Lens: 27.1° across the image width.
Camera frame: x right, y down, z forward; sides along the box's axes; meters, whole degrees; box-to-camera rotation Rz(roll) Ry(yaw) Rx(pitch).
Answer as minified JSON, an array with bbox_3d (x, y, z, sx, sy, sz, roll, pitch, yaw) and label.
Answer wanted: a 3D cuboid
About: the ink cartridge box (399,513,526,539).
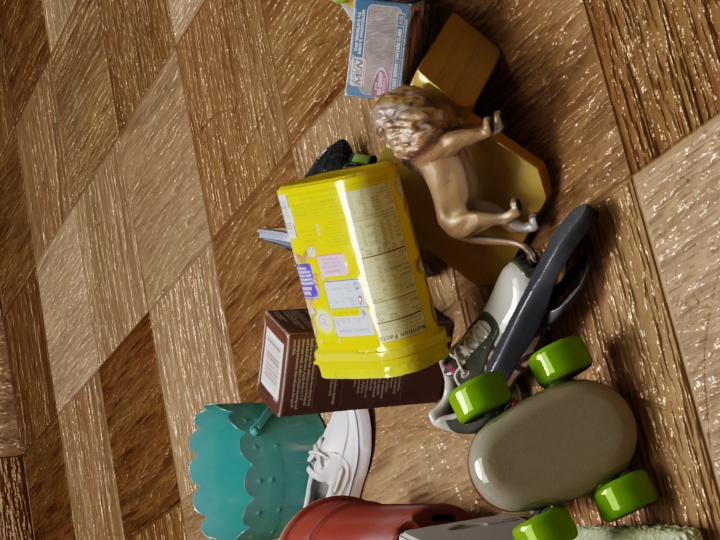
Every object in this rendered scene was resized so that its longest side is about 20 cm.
[{"bbox_3d":[0.119,0.354,1.477,0.084,0.144,0.200,5,98,61],"label":"ink cartridge box"}]

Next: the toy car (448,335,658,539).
[{"bbox_3d":[0.171,0.177,1.406,0.200,0.158,0.164,92,154,-74],"label":"toy car"}]

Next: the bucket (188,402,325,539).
[{"bbox_3d":[-0.132,0.264,1.973,0.207,0.135,0.208,11,102,62],"label":"bucket"}]

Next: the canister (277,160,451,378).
[{"bbox_3d":[0.000,0.000,1.488,0.148,0.086,0.200,-5,102,49],"label":"canister"}]

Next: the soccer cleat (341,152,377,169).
[{"bbox_3d":[-0.009,-0.091,1.682,0.200,0.067,0.081,-28,-53,-78],"label":"soccer cleat"}]

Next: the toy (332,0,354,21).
[{"bbox_3d":[-0.012,-0.349,1.767,0.200,0.047,0.115,58,140,43],"label":"toy"}]

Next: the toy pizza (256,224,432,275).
[{"bbox_3d":[-0.016,-0.028,1.652,0.200,0.200,0.032,9,85,63],"label":"toy pizza"}]

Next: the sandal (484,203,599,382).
[{"bbox_3d":[0.179,0.025,1.412,0.076,0.043,0.200,-65,0,-67],"label":"sandal"}]

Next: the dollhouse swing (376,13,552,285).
[{"bbox_3d":[0.117,-0.118,1.552,0.182,0.176,0.200,-60,-5,-48],"label":"dollhouse swing"}]

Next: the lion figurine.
[{"bbox_3d":[0.090,-0.088,1.433,0.122,0.072,0.200,-13,104,24],"label":"lion figurine"}]

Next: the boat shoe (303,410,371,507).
[{"bbox_3d":[-0.033,0.243,1.853,0.074,0.065,0.200,40,128,56],"label":"boat shoe"}]

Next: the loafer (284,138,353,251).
[{"bbox_3d":[-0.048,-0.087,1.855,0.201,0.068,0.070,123,156,-54],"label":"loafer"}]

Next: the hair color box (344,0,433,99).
[{"bbox_3d":[0.033,-0.238,1.561,0.200,0.060,0.100,-54,-29,-74],"label":"hair color box"}]

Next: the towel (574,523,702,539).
[{"bbox_3d":[0.249,0.298,1.334,0.200,0.036,0.149,155,110,-63],"label":"towel"}]

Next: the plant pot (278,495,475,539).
[{"bbox_3d":[0.037,0.334,1.608,0.195,0.201,0.201,-21,74,53],"label":"plant pot"}]

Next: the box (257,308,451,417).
[{"bbox_3d":[-0.007,0.094,1.637,0.075,0.200,0.100,-138,51,-57],"label":"box"}]

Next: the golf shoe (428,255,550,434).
[{"bbox_3d":[0.130,0.081,1.490,0.077,0.088,0.200,48,133,54],"label":"golf shoe"}]
